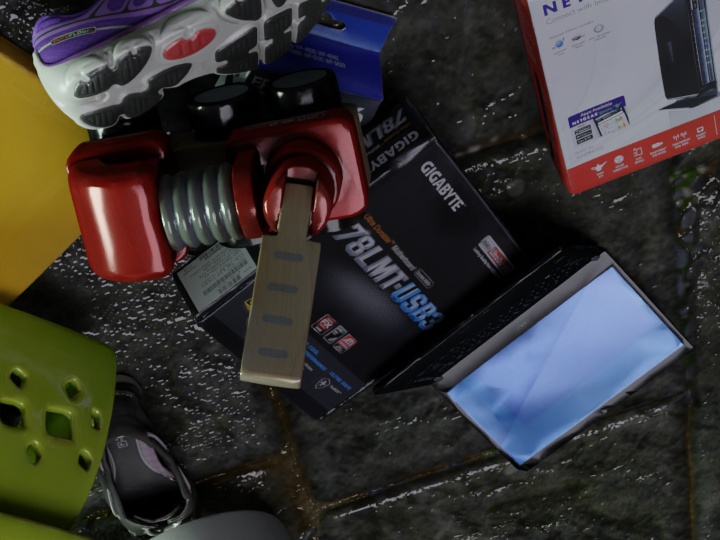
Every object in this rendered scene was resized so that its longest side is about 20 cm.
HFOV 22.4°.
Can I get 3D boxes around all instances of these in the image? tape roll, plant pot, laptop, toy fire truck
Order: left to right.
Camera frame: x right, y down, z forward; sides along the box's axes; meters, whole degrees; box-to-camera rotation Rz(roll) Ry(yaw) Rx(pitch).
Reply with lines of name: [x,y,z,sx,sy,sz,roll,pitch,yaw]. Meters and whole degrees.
plant pot: [-0.289,0.143,1.195,0.199,0.182,0.199,22,135,-33]
tape roll: [-0.140,0.268,1.456,0.202,0.037,0.203,-24,148,-16]
toy fire truck: [-0.083,-0.022,1.059,0.175,0.200,0.130,-9,110,6]
laptop: [0.133,0.072,1.358,0.177,0.104,0.200,-39,167,16]

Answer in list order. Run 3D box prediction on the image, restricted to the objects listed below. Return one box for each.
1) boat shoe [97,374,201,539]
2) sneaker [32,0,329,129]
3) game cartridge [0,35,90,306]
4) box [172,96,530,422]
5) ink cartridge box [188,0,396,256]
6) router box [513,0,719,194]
boat shoe: [-0.165,0.162,1.371,0.066,0.057,0.201,-19,135,-2]
sneaker: [-0.103,-0.162,1.081,0.199,0.084,0.081,-24,153,-19]
game cartridge: [-0.257,-0.055,1.154,0.200,0.033,0.176,-42,132,17]
box: [0.000,0.000,1.250,0.198,0.050,0.200,-35,146,6]
ink cartridge box: [-0.056,-0.088,1.189,0.099,0.039,0.201,10,127,-27]
router box: [0.209,-0.161,1.210,0.199,0.049,0.180,-21,136,0]
